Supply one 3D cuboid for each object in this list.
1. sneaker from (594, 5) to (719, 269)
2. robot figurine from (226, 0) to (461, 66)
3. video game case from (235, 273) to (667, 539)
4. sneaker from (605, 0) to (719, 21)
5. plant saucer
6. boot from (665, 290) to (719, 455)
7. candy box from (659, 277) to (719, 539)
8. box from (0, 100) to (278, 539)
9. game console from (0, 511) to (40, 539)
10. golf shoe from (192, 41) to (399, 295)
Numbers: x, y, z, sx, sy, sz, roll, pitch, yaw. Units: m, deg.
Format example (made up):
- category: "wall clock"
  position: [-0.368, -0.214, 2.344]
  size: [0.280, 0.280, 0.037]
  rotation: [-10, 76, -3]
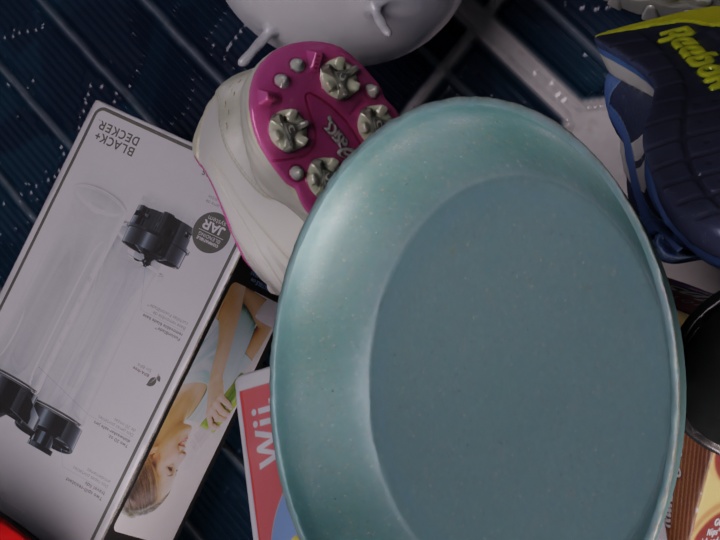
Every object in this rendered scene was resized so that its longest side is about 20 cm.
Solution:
- category: "sneaker"
  position: [0.139, -0.037, 0.794]
  size: [0.074, 0.200, 0.083]
  rotation: [-9, 114, 2]
- category: "robot figurine"
  position: [-0.001, -0.170, 0.896]
  size: [0.169, 0.113, 0.201]
  rotation: [-18, 46, 38]
- category: "video game case"
  position: [0.030, 0.091, 0.785]
  size: [0.200, 0.017, 0.144]
  rotation: [-18, 75, 45]
- category: "sneaker"
  position: [0.175, -0.149, 0.847]
  size: [0.199, 0.076, 0.081]
  rotation: [1, 73, 26]
- category: "plant saucer"
  position: [0.044, 0.041, 0.731]
  size: [0.200, 0.036, 0.201]
  rotation: [-2, 87, 47]
- category: "boot"
  position: [0.194, 0.049, 0.626]
  size: [0.197, 0.162, 0.074]
  rotation: [5, 101, 5]
- category: "candy box"
  position: [0.087, 0.101, 0.779]
  size: [0.116, 0.056, 0.201]
  rotation: [22, 105, 42]
- category: "box"
  position: [-0.112, 0.036, 0.973]
  size: [0.116, 0.060, 0.201]
  rotation: [23, 86, 30]
- category: "game console"
  position: [-0.188, 0.131, 0.964]
  size: [0.200, 0.177, 0.031]
  rotation: [25, 67, 31]
- category: "golf shoe"
  position: [0.000, 0.000, 0.871]
  size: [0.091, 0.075, 0.201]
  rotation: [-11, 111, 54]
